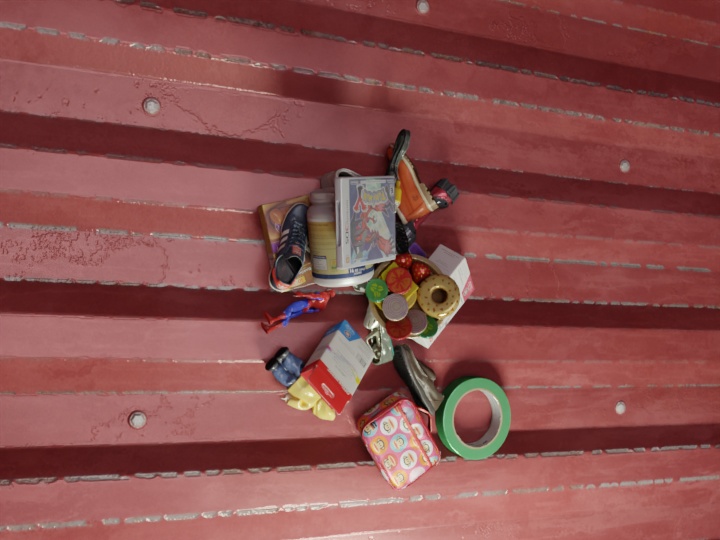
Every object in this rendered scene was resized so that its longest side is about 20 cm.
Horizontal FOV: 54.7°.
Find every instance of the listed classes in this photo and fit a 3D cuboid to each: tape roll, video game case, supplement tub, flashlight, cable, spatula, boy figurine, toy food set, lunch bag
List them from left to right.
[{"bbox_3d":[-0.124,0.264,1.609,0.200,0.064,0.125,45,74,-15],"label":"boy figurine"},{"bbox_3d":[-0.045,-0.078,1.538,0.141,0.144,0.206,-9,103,-20],"label":"supplement tub"},{"bbox_3d":[0.014,-0.106,1.478,0.198,0.023,0.188,-12,103,-54],"label":"video game case"},{"bbox_3d":[0.083,-0.229,1.657,0.049,0.097,0.205,19,83,-21],"label":"cable"},{"bbox_3d":[0.089,0.017,1.716,0.057,0.021,0.200,46,78,-8],"label":"spatula"},{"bbox_3d":[0.100,0.402,1.671,0.174,0.082,0.203,-33,103,-11],"label":"lunch bag"},{"bbox_3d":[0.111,0.059,1.569,0.200,0.049,0.198,44,76,8],"label":"toy food set"},{"bbox_3d":[0.161,-0.138,1.728,0.201,0.067,0.068,-49,140,-12],"label":"flashlight"},{"bbox_3d":[0.287,0.372,1.769,0.195,0.048,0.206,1,88,-21],"label":"tape roll"}]

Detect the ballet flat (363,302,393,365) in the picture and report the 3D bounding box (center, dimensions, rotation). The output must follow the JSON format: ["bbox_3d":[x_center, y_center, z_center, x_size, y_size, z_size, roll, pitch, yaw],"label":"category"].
[{"bbox_3d":[0.038,0.137,1.641,0.062,0.067,0.204,-20,121,-20],"label":"ballet flat"}]

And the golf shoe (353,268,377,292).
[{"bbox_3d":[0.000,0.000,1.656,0.088,0.077,0.200,-43,92,6],"label":"golf shoe"}]

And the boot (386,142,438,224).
[{"bbox_3d":[0.098,-0.212,1.691,0.106,0.075,0.203,-32,71,14],"label":"boot"}]

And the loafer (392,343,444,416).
[{"bbox_3d":[0.143,0.258,1.711,0.070,0.073,0.203,-34,110,-22],"label":"loafer"}]

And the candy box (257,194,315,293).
[{"bbox_3d":[-0.158,-0.062,1.609,0.114,0.056,0.205,-14,95,-21],"label":"candy box"}]

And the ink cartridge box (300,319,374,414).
[{"bbox_3d":[-0.058,0.226,1.584,0.117,0.067,0.201,49,43,-13],"label":"ink cartridge box"}]

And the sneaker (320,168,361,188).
[{"bbox_3d":[-0.002,-0.158,1.639,0.199,0.115,0.074,41,74,-16],"label":"sneaker"}]

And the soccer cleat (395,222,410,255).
[{"bbox_3d":[0.090,-0.024,1.677,0.068,0.072,0.203,-40,122,-33],"label":"soccer cleat"}]

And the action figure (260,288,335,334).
[{"bbox_3d":[-0.138,0.082,1.605,0.197,0.066,0.052,-20,55,-33],"label":"action figure"}]

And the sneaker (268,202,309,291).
[{"bbox_3d":[-0.145,-0.052,1.539,0.073,0.084,0.205,16,83,-19],"label":"sneaker"}]

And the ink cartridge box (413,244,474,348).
[{"bbox_3d":[0.178,0.065,1.682,0.201,0.082,0.147,-50,145,-15],"label":"ink cartridge box"}]
